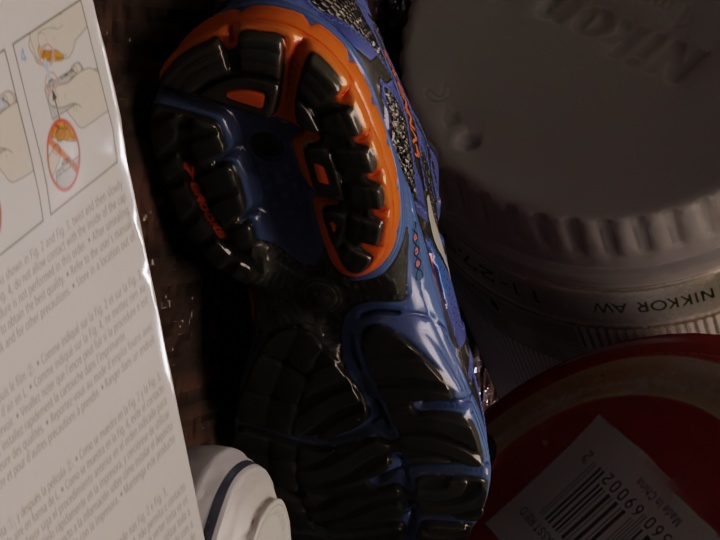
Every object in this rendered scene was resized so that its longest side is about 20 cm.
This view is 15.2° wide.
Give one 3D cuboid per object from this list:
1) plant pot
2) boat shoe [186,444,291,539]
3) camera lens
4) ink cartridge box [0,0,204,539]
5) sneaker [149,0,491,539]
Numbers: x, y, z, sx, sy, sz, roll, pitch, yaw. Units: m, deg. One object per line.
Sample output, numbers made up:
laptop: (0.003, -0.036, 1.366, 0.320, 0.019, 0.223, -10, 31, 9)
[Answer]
plant pot: (0.106, 0.134, 0.829, 0.183, 0.200, 0.201, 47, 46, -41)
boat shoe: (-0.025, 0.146, 0.699, 0.074, 0.067, 0.200, 5, 88, -72)
camera lens: (0.105, -0.022, 0.914, 0.200, 0.160, 0.160, 65, 33, -54)
ink cartridge box: (-0.092, 0.030, 0.538, 0.162, 0.050, 0.200, -48, 129, -61)
sneaker: (0.000, 0.000, 0.748, 0.078, 0.075, 0.200, -70, 157, -49)
